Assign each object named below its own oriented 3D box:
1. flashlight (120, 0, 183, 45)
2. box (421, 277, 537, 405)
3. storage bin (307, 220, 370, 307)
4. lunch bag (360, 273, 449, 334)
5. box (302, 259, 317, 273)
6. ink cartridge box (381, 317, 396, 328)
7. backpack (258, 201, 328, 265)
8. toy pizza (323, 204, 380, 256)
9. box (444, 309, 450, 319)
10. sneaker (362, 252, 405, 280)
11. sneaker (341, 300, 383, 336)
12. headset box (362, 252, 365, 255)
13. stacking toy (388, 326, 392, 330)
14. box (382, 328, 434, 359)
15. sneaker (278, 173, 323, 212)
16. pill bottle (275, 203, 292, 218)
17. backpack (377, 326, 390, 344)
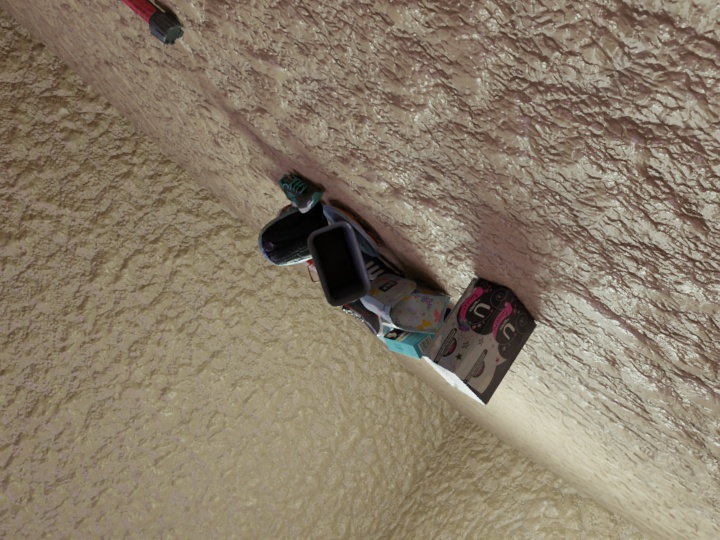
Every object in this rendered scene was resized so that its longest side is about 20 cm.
[{"bbox_3d":[-0.449,-0.529,1.127,0.199,0.068,0.068,41,168,0],"label":"flashlight"},{"bbox_3d":[0.243,0.141,1.161,0.132,0.202,0.114,43,168,-32],"label":"box"},{"bbox_3d":[-0.071,-0.021,1.503,0.134,0.142,0.205,-141,32,-78],"label":"storage bin"},{"bbox_3d":[0.110,0.084,1.513,0.195,0.131,0.169,8,-172,-30],"label":"lunch bag"},{"bbox_3d":[-0.168,-0.054,2.187,0.198,0.095,0.103,31,168,44],"label":"box"},{"bbox_3d":[0.084,0.130,1.695,0.114,0.069,0.199,17,176,-22],"label":"ink cartridge box"},{"bbox_3d":[-0.192,-0.093,1.615,0.153,0.197,0.167,12,127,61],"label":"backpack"},{"bbox_3d":[-0.020,-0.112,1.527,0.199,0.032,0.200,40,170,8],"label":"toy pizza"},{"bbox_3d":[0.270,0.182,1.638,0.198,0.080,0.141,32,171,40],"label":"box"},{"bbox_3d":[0.040,-0.018,1.642,0.194,0.087,0.075,15,-172,0],"label":"sneaker"},{"bbox_3d":[-0.012,0.111,1.614,0.202,0.081,0.078,55,151,17],"label":"sneaker"},{"bbox_3d":[0.000,0.000,1.790,0.173,0.093,0.200,41,171,-8],"label":"headset box"},{"bbox_3d":[0.174,0.190,1.821,0.109,0.117,0.200,39,-176,-24],"label":"stacking toy"},{"bbox_3d":[0.146,0.204,1.678,0.050,0.081,0.199,59,161,-13],"label":"box"},{"bbox_3d":[-0.167,-0.212,1.511,0.091,0.078,0.199,47,167,-26],"label":"sneaker"},{"bbox_3d":[-0.194,-0.150,1.778,0.114,0.115,0.199,42,170,-25],"label":"pill bottle"},{"bbox_3d":[0.118,0.193,2.111,0.177,0.152,0.200,39,176,-14],"label":"backpack"}]
